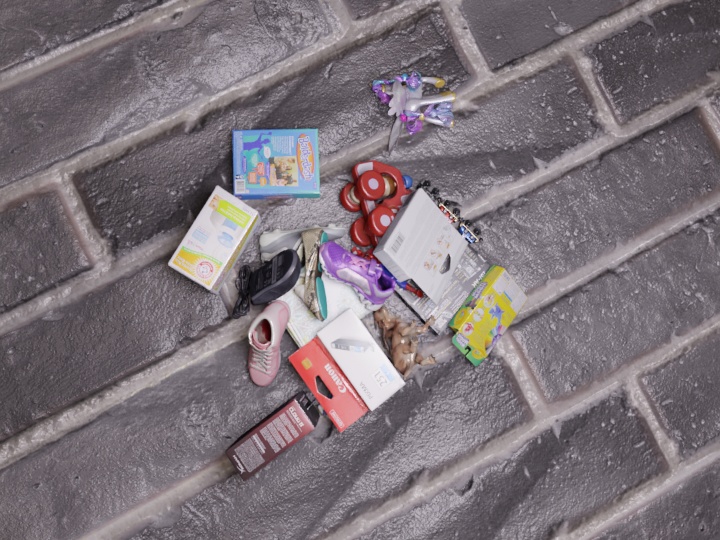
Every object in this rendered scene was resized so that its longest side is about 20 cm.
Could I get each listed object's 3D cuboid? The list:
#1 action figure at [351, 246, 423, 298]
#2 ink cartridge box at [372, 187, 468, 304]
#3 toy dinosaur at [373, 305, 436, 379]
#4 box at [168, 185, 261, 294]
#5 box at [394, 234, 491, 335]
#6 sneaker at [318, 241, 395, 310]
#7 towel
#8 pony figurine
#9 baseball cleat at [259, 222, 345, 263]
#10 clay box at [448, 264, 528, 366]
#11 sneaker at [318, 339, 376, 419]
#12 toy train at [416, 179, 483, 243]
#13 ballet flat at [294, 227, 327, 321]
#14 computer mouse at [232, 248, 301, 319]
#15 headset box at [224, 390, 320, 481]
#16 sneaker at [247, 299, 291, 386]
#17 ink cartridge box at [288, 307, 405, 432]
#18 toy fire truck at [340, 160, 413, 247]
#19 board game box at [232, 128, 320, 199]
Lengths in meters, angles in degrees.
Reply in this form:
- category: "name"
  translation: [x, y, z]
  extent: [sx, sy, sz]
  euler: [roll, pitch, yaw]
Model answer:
- category: "action figure"
  translation: [0.061, -0.007, 1.432]
  extent: [0.198, 0.052, 0.066]
  euler: [26, 79, 28]
- category: "ink cartridge box"
  translation: [0.135, -0.051, 1.392]
  extent: [0.174, 0.043, 0.201]
  euler: [46, 53, -18]
- category: "toy dinosaur"
  translation: [0.090, 0.166, 1.391]
  extent: [0.085, 0.135, 0.203]
  euler: [29, 45, -33]
- category: "box"
  translation: [-0.316, -0.063, 1.407]
  extent: [0.111, 0.101, 0.202]
  euler: [31, 82, 0]
- category: "box"
  translation: [0.188, 0.021, 1.468]
  extent: [0.160, 0.044, 0.200]
  euler: [44, 82, 1]
- category: "sneaker"
  translation: [0.000, 0.000, 1.362]
  extent: [0.199, 0.088, 0.081]
  euler: [40, 49, -23]
- category: "towel"
  translation: [-0.088, 0.068, 1.421]
  extent: [0.199, 0.048, 0.173]
  euler: [-35, 90, -8]
- category: "pony figurine"
  translation: [0.116, -0.377, 1.471]
  extent: [0.196, 0.168, 0.196]
  euler: [3, 51, -1]
- category: "baseball cleat"
  translation: [-0.127, -0.049, 1.444]
  extent: [0.196, 0.070, 0.109]
  euler: [-6, 86, 5]
- category: "clay box"
  translation: [0.281, 0.103, 1.441]
  extent: [0.201, 0.047, 0.115]
  euler: [-51, 120, -8]
- category: "sneaker"
  translation: [-0.029, 0.234, 1.410]
  extent: [0.087, 0.075, 0.203]
  euler: [23, 81, -1]
- category: "toy train"
  translation: [0.206, -0.131, 1.493]
  extent: [0.200, 0.034, 0.046]
  euler: [44, 85, 2]
- category: "ballet flat"
  translation: [-0.107, 0.010, 1.375]
  extent: [0.074, 0.068, 0.204]
  euler: [-4, 79, 14]
- category: "computer mouse"
  translation: [-0.191, 0.022, 1.373]
  extent: [0.052, 0.198, 0.140]
  euler: [35, 42, -36]
- category: "headset box"
  translation: [-0.170, 0.334, 1.339]
  extent: [0.199, 0.149, 0.076]
  euler: [-36, 87, -1]
- category: "sneaker"
  translation: [-0.209, 0.167, 1.359]
  extent: [0.074, 0.105, 0.203]
  euler: [21, 108, 9]
- category: "ink cartridge box"
  translation: [-0.031, 0.212, 1.357]
  extent: [0.175, 0.045, 0.201]
  euler: [-37, 85, -3]
- category: "toy fire truck"
  translation: [0.058, -0.151, 1.457]
  extent: [0.165, 0.112, 0.204]
  euler: [-14, 85, -30]
- category: "board game box"
  translation: [-0.192, -0.243, 1.467]
  extent: [0.196, 0.045, 0.155]
  euler: [-1, 83, -5]
